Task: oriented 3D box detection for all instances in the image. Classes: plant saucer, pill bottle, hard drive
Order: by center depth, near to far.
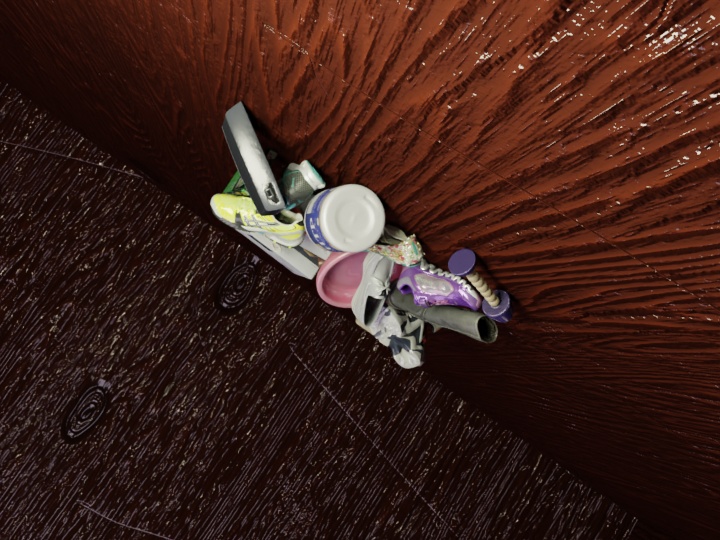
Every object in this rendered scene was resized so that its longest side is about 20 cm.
[{"bbox_3d":[-0.197,-0.195,1.464,0.201,0.042,0.135,67,167,-4],"label":"hard drive"},{"bbox_3d":[-0.039,-0.093,1.486,0.119,0.120,0.200,36,171,-15],"label":"pill bottle"},{"bbox_3d":[0.000,0.000,1.710,0.201,0.199,0.051,44,-159,-50],"label":"plant saucer"}]

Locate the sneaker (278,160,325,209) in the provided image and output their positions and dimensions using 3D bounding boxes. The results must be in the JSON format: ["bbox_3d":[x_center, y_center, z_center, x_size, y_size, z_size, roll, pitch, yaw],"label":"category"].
[{"bbox_3d":[-0.136,-0.158,1.557,0.078,0.091,0.200,51,168,-7],"label":"sneaker"}]

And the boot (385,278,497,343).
[{"bbox_3d":[0.170,0.088,1.692,0.181,0.073,0.199,25,-179,-44],"label":"boot"}]

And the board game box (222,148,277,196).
[{"bbox_3d":[-0.232,-0.200,1.671,0.023,0.105,0.200,34,173,-19],"label":"board game box"}]

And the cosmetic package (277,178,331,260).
[{"bbox_3d":[-0.119,-0.110,1.741,0.199,0.071,0.102,28,144,31],"label":"cosmetic package"}]

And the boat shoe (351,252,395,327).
[{"bbox_3d":[0.032,0.033,1.657,0.071,0.201,0.069,3,-140,-32],"label":"boat shoe"}]

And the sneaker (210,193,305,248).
[{"bbox_3d":[-0.199,-0.116,1.593,0.198,0.076,0.077,18,140,-6],"label":"sneaker"}]

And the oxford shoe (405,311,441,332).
[{"bbox_3d":[0.122,0.079,1.902,0.199,0.058,0.075,37,177,-7],"label":"oxford shoe"}]

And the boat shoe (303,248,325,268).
[{"bbox_3d":[-0.097,-0.065,1.817,0.201,0.071,0.073,-118,15,-49],"label":"boat shoe"}]

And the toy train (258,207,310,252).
[{"bbox_3d":[-0.184,-0.098,1.712,0.151,0.056,0.200,55,146,-4],"label":"toy train"}]

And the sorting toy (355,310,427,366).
[{"bbox_3d":[0.094,0.102,1.970,0.199,0.070,0.199,35,-151,-15],"label":"sorting toy"}]

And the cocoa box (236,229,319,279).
[{"bbox_3d":[-0.177,-0.093,1.955,0.200,0.132,0.133,38,171,-24],"label":"cocoa box"}]

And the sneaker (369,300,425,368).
[{"bbox_3d":[0.089,0.109,1.816,0.079,0.130,0.199,-22,120,33],"label":"sneaker"}]

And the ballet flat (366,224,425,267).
[{"bbox_3d":[0.047,-0.064,1.560,0.199,0.075,0.064,20,134,43],"label":"ballet flat"}]

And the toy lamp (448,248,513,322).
[{"bbox_3d":[0.220,0.033,1.429,0.058,0.058,0.200,25,165,44],"label":"toy lamp"}]

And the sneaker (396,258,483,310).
[{"bbox_3d":[0.154,0.043,1.620,0.199,0.089,0.081,27,168,33],"label":"sneaker"}]

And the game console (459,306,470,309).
[{"bbox_3d":[0.150,0.040,1.837,0.199,0.031,0.177,37,176,-12],"label":"game console"}]
